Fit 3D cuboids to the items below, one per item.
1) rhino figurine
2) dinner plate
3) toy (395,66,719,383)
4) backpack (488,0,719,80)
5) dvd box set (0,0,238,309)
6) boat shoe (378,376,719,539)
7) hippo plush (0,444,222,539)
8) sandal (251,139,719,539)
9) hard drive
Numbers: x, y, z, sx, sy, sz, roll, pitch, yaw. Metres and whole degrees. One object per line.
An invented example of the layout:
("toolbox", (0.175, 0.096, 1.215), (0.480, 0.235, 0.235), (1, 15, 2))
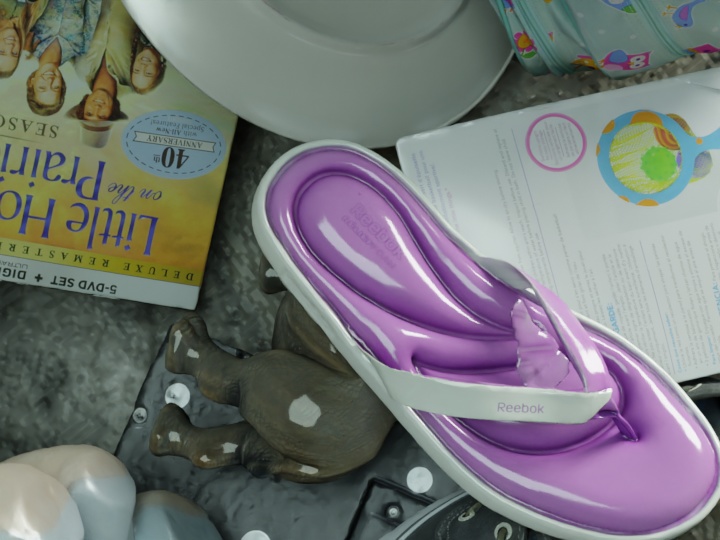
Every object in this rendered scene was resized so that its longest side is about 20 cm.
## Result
("rhino figurine", (0.000, 0.000, 0.913), (0.087, 0.060, 0.200), (19, 59, 19))
("dinner plate", (-0.013, -0.144, 0.913), (0.200, 0.024, 0.200), (10, 70, -28))
("toy", (0.123, -0.013, 0.905), (0.200, 0.047, 0.115), (-13, 79, -4))
("backpack", (0.091, -0.167, 0.876), (0.127, 0.200, 0.167), (-7, 45, 27))
("dvd box set", (-0.112, -0.092, 0.920), (0.146, 0.029, 0.200), (11, 96, -28))
("boat shoe", (0.069, 0.104, 0.872), (0.200, 0.066, 0.070), (-32, 91, -13))
("hippo plush", (-0.122, 0.171, 0.867), (0.161, 0.159, 0.200), (-37, 118, 20))
("sandal", (0.042, 0.026, 0.839), (0.203, 0.050, 0.082), (37, 71, 8))
("hard drive", (-0.050, 0.138, 0.928), (0.140, 0.038, 0.200), (21, 84, 14))
